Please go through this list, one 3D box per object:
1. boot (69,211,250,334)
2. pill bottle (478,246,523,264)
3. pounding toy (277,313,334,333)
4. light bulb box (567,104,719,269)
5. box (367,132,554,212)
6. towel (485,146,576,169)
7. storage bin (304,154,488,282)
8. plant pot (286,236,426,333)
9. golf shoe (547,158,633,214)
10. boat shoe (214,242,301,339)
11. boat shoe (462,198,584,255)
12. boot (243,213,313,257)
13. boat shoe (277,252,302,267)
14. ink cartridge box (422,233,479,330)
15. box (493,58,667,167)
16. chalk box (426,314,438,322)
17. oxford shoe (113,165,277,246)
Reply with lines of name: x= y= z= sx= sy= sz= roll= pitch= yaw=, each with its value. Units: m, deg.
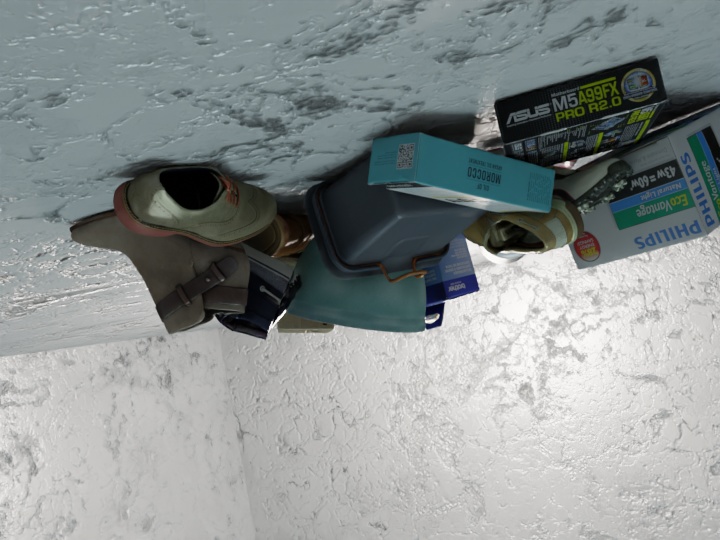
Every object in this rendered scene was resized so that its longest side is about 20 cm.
boot: x=-0.228 y=0.000 z=0.865 sx=0.197 sy=0.148 sz=0.070 roll=-12 pitch=175 yaw=2
pill bottle: x=0.274 y=-0.074 z=1.409 sx=0.112 sy=0.116 sz=0.200 roll=-12 pitch=175 yaw=8
pounding toy: x=-0.082 y=0.020 z=1.379 sx=0.140 sy=0.187 sz=0.200 roll=1 pitch=173 yaw=-5
light bulb box: x=0.384 y=-0.111 z=0.961 sx=0.199 sy=0.126 sz=0.197 roll=-26 pitch=-177 yaw=-35
box: x=0.111 y=-0.100 z=0.800 sx=0.198 sy=0.050 sz=0.082 roll=7 pitch=179 yaw=-36
towel: x=0.222 y=-0.123 z=1.032 sx=0.144 sy=0.030 sz=0.200 roll=-12 pitch=162 yaw=-5
storage bin: x=0.057 y=-0.071 z=0.898 sx=0.198 sy=0.147 sz=0.134 roll=-8 pitch=164 yaw=-36
plant pot: x=0.000 y=0.000 z=1.018 sx=0.197 sy=0.136 sz=0.200 roll=7 pitch=-177 yaw=0
golf shoe: x=0.242 y=-0.098 z=0.920 sx=0.076 sy=0.089 sz=0.200 roll=-17 pitch=169 yaw=-34
boat shoe: x=-0.177 y=0.010 z=0.922 sx=0.198 sy=0.094 sz=0.075 roll=23 pitch=150 yaw=-2
boat shoe: x=0.174 y=-0.050 z=0.908 sx=0.076 sy=0.072 sz=0.199 roll=-34 pitch=-166 yaw=-23
boot: x=-0.103 y=-0.054 z=1.033 sx=0.153 sy=0.075 sz=0.199 roll=-10 pitch=-177 yaw=-33
boat shoe: x=-0.146 y=-0.001 z=1.155 sx=0.197 sy=0.074 sz=0.074 roll=10 pitch=-160 yaw=18
ink cartridge box: x=0.092 y=-0.016 z=1.101 sx=0.076 sy=0.203 sz=0.136 roll=-13 pitch=175 yaw=-37
box: x=0.231 y=-0.157 z=0.808 sx=0.158 sy=0.045 sz=0.200 roll=-14 pitch=175 yaw=14
chalk box: x=0.058 y=-0.017 z=1.253 sx=0.199 sy=0.125 sz=0.124 roll=35 pitch=-165 yaw=22
oxford shoe: x=-0.148 y=-0.068 z=0.765 sx=0.074 sy=0.071 sz=0.199 roll=-22 pitch=171 yaw=36
